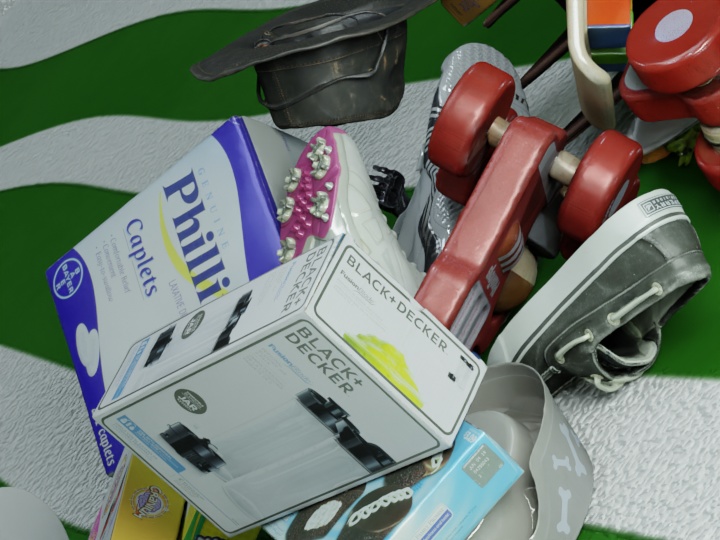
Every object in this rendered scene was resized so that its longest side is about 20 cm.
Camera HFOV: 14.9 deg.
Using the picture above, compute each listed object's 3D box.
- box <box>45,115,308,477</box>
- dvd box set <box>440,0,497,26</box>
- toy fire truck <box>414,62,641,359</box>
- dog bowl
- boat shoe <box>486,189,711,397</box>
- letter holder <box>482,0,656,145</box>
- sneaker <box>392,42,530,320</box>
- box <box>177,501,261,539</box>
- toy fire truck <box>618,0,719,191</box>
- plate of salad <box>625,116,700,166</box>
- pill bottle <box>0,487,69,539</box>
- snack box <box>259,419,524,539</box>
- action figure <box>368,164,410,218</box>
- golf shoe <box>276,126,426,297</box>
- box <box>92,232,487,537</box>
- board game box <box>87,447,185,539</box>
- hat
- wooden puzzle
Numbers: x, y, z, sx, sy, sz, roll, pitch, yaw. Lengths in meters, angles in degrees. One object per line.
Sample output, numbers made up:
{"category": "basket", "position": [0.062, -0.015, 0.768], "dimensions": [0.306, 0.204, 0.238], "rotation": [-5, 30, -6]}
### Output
{"category": "box", "position": [-0.097, 0.028, 1.886], "dimensions": [0.200, 0.105, 0.184], "rotation": [-38, 53, 23]}
{"category": "dvd box set", "position": [0.128, -0.238, 1.829], "dimensions": [0.146, 0.029, 0.200], "rotation": [-48, 4, -10]}
{"category": "toy fire truck", "position": [0.080, -0.016, 1.631], "dimensions": [0.168, 0.112, 0.200], "rotation": [-60, -10, -7]}
{"category": "dog bowl", "position": [0.048, 0.146, 1.534], "dimensions": [0.200, 0.059, 0.200], "rotation": [-40, 21, 19]}
{"category": "boat shoe", "position": [0.133, 0.034, 1.549], "dimensions": [0.071, 0.064, 0.200], "rotation": [-19, -22, -31]}
{"category": "letter holder", "position": [0.160, -0.171, 1.765], "dimensions": [0.142, 0.101, 0.200], "rotation": [-47, 4, -36]}
{"category": "sneaker", "position": [0.051, -0.045, 1.800], "dimensions": [0.115, 0.075, 0.201], "rotation": [-23, 59, 56]}
{"category": "box", "position": [-0.089, 0.151, 1.710], "dimensions": [0.117, 0.048, 0.200], "rotation": [-82, 16, -59]}
{"category": "toy fire truck", "position": [0.248, -0.143, 1.538], "dimensions": [0.199, 0.112, 0.168], "rotation": [-5, 47, 41]}
{"category": "plate of salad", "position": [0.241, -0.134, 1.697], "dimensions": [0.200, 0.048, 0.200], "rotation": [-44, 8, 7]}
{"category": "pill bottle", "position": [-0.307, 0.235, 2.013], "dimensions": [0.200, 0.116, 0.116], "rotation": [-30, 25, 40]}
{"category": "snack box", "position": [0.008, 0.121, 1.522], "dimensions": [0.116, 0.037, 0.200], "rotation": [-48, 19, -6]}
{"category": "action figure", "position": [-0.047, -0.030, 2.016], "dimensions": [0.200, 0.102, 0.119], "rotation": [-15, 48, 54]}
{"category": "golf shoe", "position": [0.000, 0.000, 1.731], "dimensions": [0.075, 0.091, 0.201], "rotation": [-44, 40, 42]}
{"category": "box", "position": [-0.041, 0.066, 1.501], "dimensions": [0.200, 0.117, 0.060], "rotation": [-25, 28, 45]}
{"category": "board game box", "position": [-0.151, 0.191, 1.728], "dimensions": [0.200, 0.040, 0.153], "rotation": [-82, 13, -59]}
{"category": "hat", "position": [-0.012, -0.139, 1.885], "dimensions": [0.200, 0.081, 0.201], "rotation": [-20, 12, 4]}
{"category": "wooden puzzle", "position": [0.140, -0.194, 1.609], "dimensions": [0.046, 0.201, 0.185], "rotation": [-6, -7, 6]}
